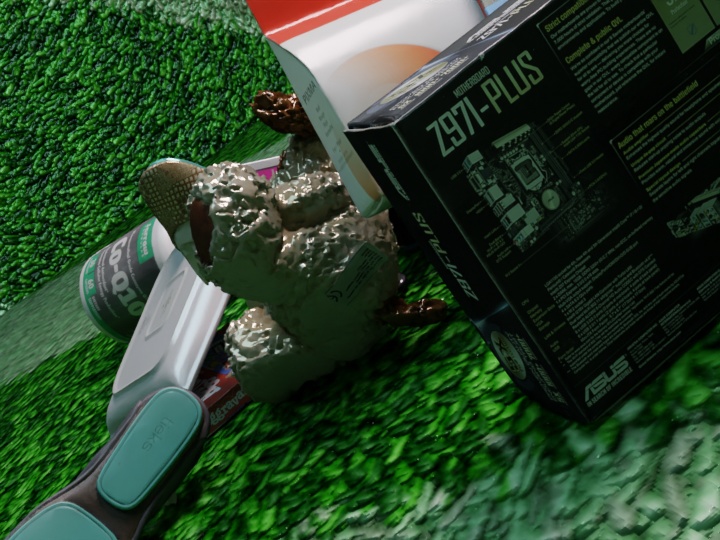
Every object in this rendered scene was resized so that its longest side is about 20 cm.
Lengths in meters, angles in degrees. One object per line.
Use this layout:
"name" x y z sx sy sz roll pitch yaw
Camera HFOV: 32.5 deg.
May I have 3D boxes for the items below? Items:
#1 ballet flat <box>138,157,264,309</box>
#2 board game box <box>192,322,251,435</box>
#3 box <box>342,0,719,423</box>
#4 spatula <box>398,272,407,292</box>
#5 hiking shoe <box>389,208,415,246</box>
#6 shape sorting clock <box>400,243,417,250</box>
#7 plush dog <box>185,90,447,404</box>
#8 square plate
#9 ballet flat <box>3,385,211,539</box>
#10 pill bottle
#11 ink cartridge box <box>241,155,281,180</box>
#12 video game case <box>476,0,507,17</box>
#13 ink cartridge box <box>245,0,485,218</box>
"ballet flat" -0.087 -0.010 0.921 0.070 0.199 0.066 -27 46 29
"board game box" -0.117 0.086 1.015 0.103 0.020 0.200 -42 14 -16
"box" 0.121 -0.059 0.579 0.199 0.165 0.086 -39 14 -9
"spatula" 0.000 0.000 1.002 0.056 0.021 0.200 -44 15 -7
"hiking shoe" 0.060 -0.119 0.932 0.201 0.075 0.101 -53 17 29
"shape sorting clock" 0.096 -0.088 1.021 0.199 0.039 0.200 -34 13 9
"plush dog" -0.023 -0.028 0.844 0.158 0.201 0.173 -5 49 6
"square plate" -0.156 0.036 1.053 0.198 0.028 0.202 -30 36 57
"ballet flat" -0.169 0.162 0.801 0.200 0.073 0.073 -49 18 -25
"pill bottle" -0.207 -0.005 1.352 0.199 0.114 0.113 -28 15 35
"ink cartridge box" -0.080 -0.083 1.120 0.197 0.038 0.095 -16 0 -8
"video game case" 0.157 -0.141 0.729 0.141 0.202 0.017 -25 -26 7
"ink cartridge box" 0.026 -0.156 0.771 0.161 0.202 0.050 -27 -4 -22
